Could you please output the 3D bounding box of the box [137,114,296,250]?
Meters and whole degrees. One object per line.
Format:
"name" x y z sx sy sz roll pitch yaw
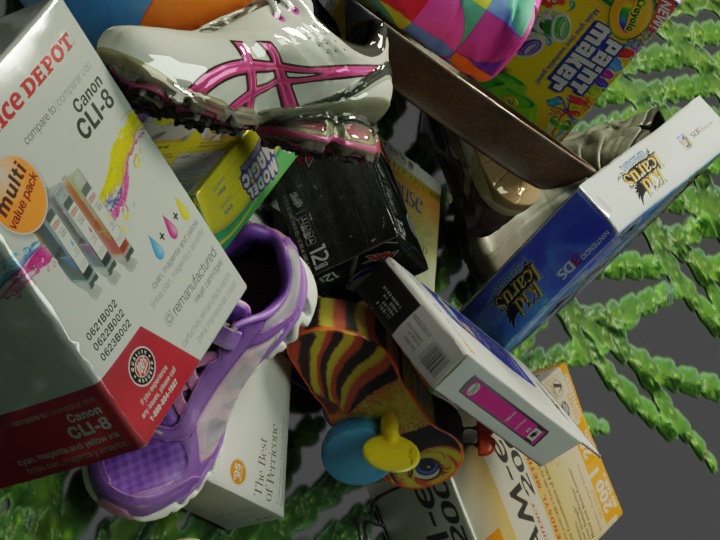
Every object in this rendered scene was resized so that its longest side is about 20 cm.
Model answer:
"box" -0.098 -0.075 1.372 0.200 0.116 0.049 -57 135 -48

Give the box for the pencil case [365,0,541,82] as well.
"pencil case" 0.026 -0.207 1.465 0.199 0.088 0.089 34 46 -13

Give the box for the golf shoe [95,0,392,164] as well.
"golf shoe" -0.065 -0.118 1.265 0.199 0.072 0.093 10 91 -43

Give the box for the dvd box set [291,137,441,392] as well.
"dvd box set" 0.000 0.000 1.563 0.146 0.029 0.202 35 50 -44

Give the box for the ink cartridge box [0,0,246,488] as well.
"ink cartridge box" -0.188 -0.012 1.194 0.201 0.144 0.146 57 38 -22

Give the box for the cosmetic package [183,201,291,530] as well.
"cosmetic package" -0.083 0.050 1.405 0.082 0.050 0.202 29 54 -46

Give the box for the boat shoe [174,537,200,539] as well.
"boat shoe" -0.116 0.220 1.275 0.073 0.065 0.200 63 35 -17

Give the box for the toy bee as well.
"toy bee" 0.027 0.093 1.453 0.200 0.108 0.132 65 13 -54

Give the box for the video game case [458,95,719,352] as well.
"video game case" 0.150 -0.017 1.571 0.045 0.200 0.181 47 41 5

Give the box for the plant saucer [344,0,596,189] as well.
"plant saucer" 0.064 -0.110 1.483 0.200 0.200 0.035 30 98 -47

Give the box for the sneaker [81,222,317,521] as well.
"sneaker" -0.093 0.049 1.307 0.080 0.089 0.201 31 67 6

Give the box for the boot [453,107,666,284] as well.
"boot" 0.157 -0.067 1.728 0.068 0.130 0.200 62 36 -17

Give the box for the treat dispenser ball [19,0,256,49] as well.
"treat dispenser ball" -0.117 -0.215 1.328 0.200 0.200 0.203 27 56 -48

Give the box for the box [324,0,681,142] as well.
"box" 0.103 -0.210 1.585 0.192 0.200 0.123 28 48 -10

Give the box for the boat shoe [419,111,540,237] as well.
"boat shoe" 0.074 -0.115 1.688 0.072 0.065 0.201 9 50 -39

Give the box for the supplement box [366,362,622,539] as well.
"supplement box" 0.099 0.162 1.602 0.200 0.073 0.127 -34 105 -55

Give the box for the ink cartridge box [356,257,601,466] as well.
"ink cartridge box" 0.078 0.066 1.445 0.200 0.037 0.095 34 14 -52

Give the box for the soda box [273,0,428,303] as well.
"soda box" -0.025 -0.080 1.458 0.063 0.070 0.201 45 23 -62
